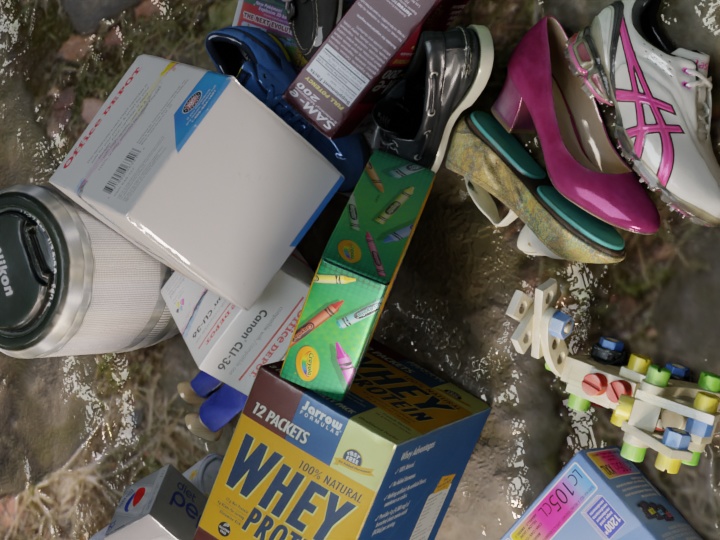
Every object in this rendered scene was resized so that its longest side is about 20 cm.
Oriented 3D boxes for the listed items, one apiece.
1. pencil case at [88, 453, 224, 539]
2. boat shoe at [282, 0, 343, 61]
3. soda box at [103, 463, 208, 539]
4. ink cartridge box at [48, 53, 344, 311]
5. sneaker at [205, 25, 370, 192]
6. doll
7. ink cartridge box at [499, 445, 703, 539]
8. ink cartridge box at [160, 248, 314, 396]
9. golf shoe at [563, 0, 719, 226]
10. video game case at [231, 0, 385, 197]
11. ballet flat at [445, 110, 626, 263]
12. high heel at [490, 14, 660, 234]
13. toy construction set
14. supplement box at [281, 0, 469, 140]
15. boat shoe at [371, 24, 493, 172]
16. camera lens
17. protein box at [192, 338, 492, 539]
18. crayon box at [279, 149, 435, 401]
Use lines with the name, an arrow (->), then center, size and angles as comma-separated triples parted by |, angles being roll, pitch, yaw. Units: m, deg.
pencil case -> -0.184, 0.257, 1.650 | 0.200, 0.083, 0.091 | -38, 56, 29
boat shoe -> -0.051, -0.273, 1.527 | 0.067, 0.057, 0.200 | -38, 45, 54
soda box -> -0.134, 0.269, 1.555 | 0.063, 0.068, 0.200 | -30, 114, 31
ink cartridge box -> -0.145, -0.081, 1.489 | 0.147, 0.145, 0.200 | -54, 30, -6
sneaker -> -0.071, -0.143, 1.542 | 0.066, 0.078, 0.200 | -50, 64, 24
doll -> -0.092, 0.068, 1.601 | 0.200, 0.048, 0.136 | -42, 46, 27
ink cartridge box -> 0.214, 0.256, 1.369 | 0.200, 0.076, 0.136 | 48, 116, 24
ink cartridge box -> -0.100, 0.030, 1.529 | 0.116, 0.067, 0.200 | -53, 30, 9
golf shoe -> 0.240, -0.128, 1.346 | 0.092, 0.073, 0.200 | -39, 68, 28
video game case -> -0.047, -0.180, 1.585 | 0.200, 0.023, 0.182 | 24, 105, 34
ballet flat -> 0.140, -0.053, 1.425 | 0.200, 0.071, 0.071 | 47, 116, 32
high heel -> 0.186, -0.117, 1.389 | 0.200, 0.067, 0.096 | 53, 130, 38
toy construction set -> 0.198, 0.088, 1.341 | 0.200, 0.131, 0.092 | 38, 111, 30
supplement box -> 0.029, -0.207, 1.455 | 0.061, 0.109, 0.200 | 42, 108, 7
boat shoe -> 0.044, -0.133, 1.451 | 0.199, 0.066, 0.075 | 127, 139, -53
camera lens -> -0.264, 0.000, 1.634 | 0.160, 0.200, 0.160 | 0, 91, 36
protein box -> -0.017, 0.184, 1.448 | 0.135, 0.199, 0.200 | 28, 107, 22
crayon box -> 0.000, 0.000, 1.400 | 0.058, 0.200, 0.119 | 22, 122, 2
